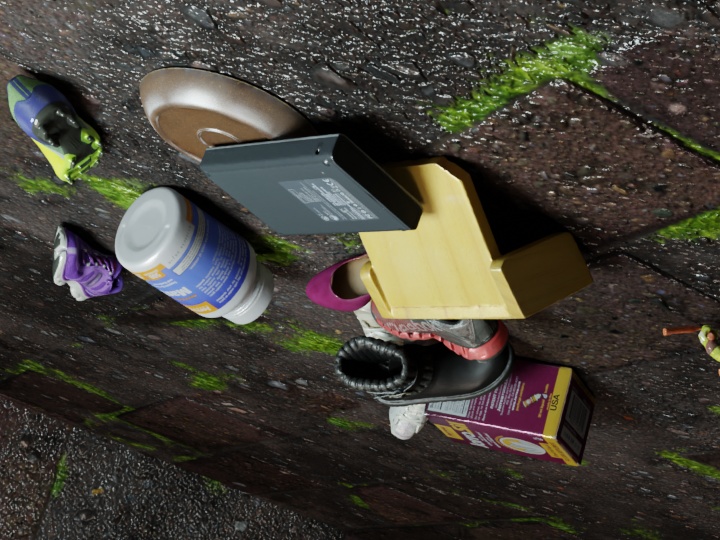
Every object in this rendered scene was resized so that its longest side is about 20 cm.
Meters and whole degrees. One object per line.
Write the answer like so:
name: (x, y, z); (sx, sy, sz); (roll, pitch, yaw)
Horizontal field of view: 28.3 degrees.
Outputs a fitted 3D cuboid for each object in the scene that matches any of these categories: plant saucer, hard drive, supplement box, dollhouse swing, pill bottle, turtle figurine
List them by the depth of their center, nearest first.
hard drive: (-0.053, -0.083, 1.448); (0.198, 0.033, 0.139); (-1, 150, 44)
plant saucer: (-0.138, -0.143, 1.470); (0.197, 0.033, 0.201); (17, 162, 6)
dollhouse swing: (0.107, -0.047, 1.511); (0.198, 0.178, 0.181); (-3, -166, 45)
turtle figurine: (0.441, 0.099, 1.563); (0.198, 0.065, 0.161); (23, 161, -13)
pill bottle: (-0.199, -0.010, 1.771); (0.111, 0.113, 0.199); (1, 154, 41)
supplement box: (0.207, 0.187, 1.970); (0.197, 0.105, 0.131); (8, 161, 29)

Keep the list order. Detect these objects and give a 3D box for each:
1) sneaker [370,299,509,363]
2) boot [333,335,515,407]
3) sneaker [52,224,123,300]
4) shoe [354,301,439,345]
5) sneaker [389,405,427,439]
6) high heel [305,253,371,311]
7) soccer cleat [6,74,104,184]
sneaker: (0.086, 0.044, 1.736); (0.199, 0.071, 0.098); (16, 148, 40)
boot: (0.084, 0.120, 1.821); (0.208, 0.081, 0.158); (-18, 157, 14)
sneaker: (-0.385, -0.013, 2.032); (0.082, 0.082, 0.200); (-2, 166, 5)
shoe: (0.049, 0.086, 1.904); (0.069, 0.054, 0.200); (3, 156, 37)
sneaker: (0.090, 0.199, 2.116); (0.074, 0.101, 0.200); (21, 160, -4)
high heel: (0.000, 0.000, 1.685); (0.198, 0.068, 0.096); (-14, 157, 31)
soccer cleat: (-0.340, -0.160, 1.591); (0.084, 0.065, 0.200); (45, 171, 14)
